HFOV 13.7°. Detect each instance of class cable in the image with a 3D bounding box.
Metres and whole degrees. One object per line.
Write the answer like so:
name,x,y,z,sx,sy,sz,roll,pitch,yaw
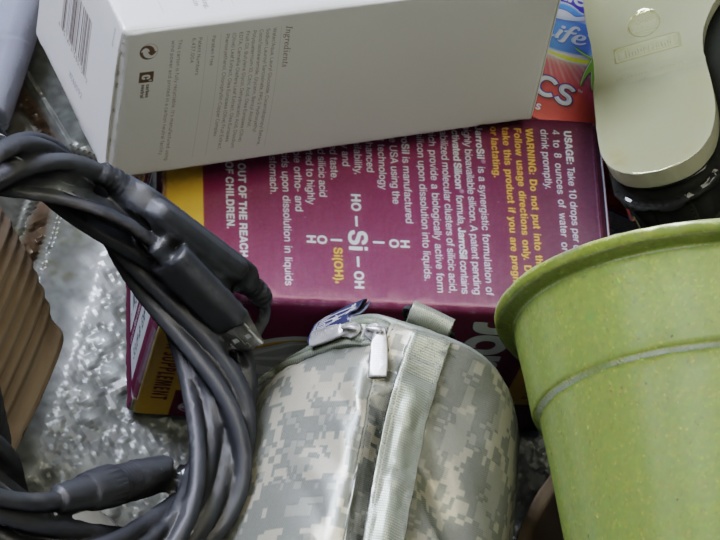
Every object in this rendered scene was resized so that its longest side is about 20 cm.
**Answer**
cable,-0.120,0.032,1.183,0.200,0.051,0.163,38,62,-35

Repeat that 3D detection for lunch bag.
lunch bag,-0.003,0.132,1.257,0.139,0.168,0.200,15,61,-5

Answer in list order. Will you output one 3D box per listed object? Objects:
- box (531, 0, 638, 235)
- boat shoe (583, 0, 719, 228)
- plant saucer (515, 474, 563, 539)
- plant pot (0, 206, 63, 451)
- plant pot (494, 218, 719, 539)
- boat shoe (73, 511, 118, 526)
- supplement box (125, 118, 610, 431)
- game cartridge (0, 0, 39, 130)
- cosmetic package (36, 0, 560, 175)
box,0.069,-0.090,1.424,0.200,0.100,0.096,24,60,1
boat shoe,0.143,-0.095,1.356,0.074,0.063,0.202,-11,46,19
plant saucer,0.165,0.142,1.305,0.200,0.029,0.200,-4,56,6
plant pot,-0.185,0.050,1.246,0.093,0.201,0.201,26,61,-10
plant pot,0.156,0.104,1.221,0.200,0.200,0.190,4,68,-11
boat shoe,-0.173,0.173,1.261,0.200,0.070,0.066,-26,70,-31
supplement box,0.000,0.000,1.347,0.200,0.131,0.103,3,63,-10
game cartridge,-0.245,-0.151,1.423,0.200,0.041,0.133,16,57,-4
cosmetic package,-0.027,-0.115,1.287,0.200,0.085,0.108,-7,44,-21
